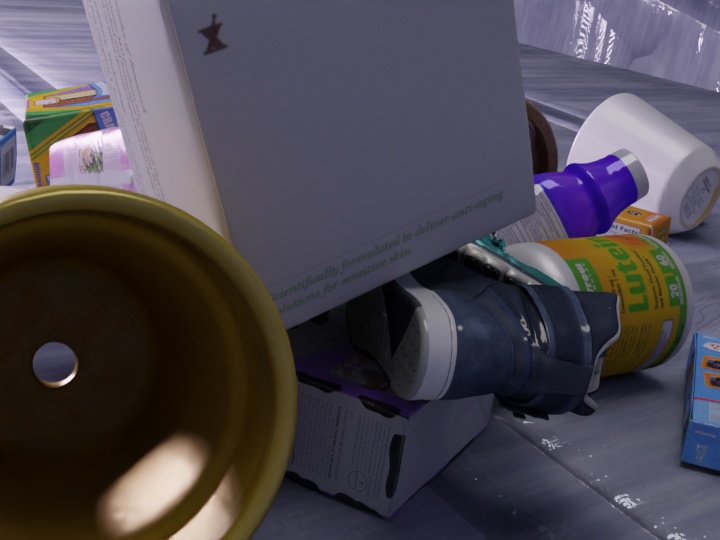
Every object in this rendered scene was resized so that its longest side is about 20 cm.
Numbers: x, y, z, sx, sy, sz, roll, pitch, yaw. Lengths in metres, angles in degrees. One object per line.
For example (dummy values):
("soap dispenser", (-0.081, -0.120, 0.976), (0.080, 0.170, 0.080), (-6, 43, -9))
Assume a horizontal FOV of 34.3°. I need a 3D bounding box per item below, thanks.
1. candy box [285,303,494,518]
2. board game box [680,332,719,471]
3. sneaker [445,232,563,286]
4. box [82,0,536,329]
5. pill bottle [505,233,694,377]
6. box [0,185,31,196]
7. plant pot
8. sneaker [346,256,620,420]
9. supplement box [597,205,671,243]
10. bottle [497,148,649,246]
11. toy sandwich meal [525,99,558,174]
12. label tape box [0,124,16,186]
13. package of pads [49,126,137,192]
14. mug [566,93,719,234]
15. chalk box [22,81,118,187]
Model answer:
("candy box", (-0.027, 0.069, 0.783), (0.198, 0.073, 0.167), (17, 20, 24))
("board game box", (0.321, 0.108, 0.880), (0.149, 0.037, 0.200), (13, 19, 13))
("sneaker", (0.065, -0.028, 0.804), (0.199, 0.078, 0.080), (35, 62, 7))
("box", (-0.030, -0.110, 0.668), (0.197, 0.202, 0.171), (-24, 30, -21))
("pill bottle", (0.157, 0.032, 0.912), (0.198, 0.113, 0.111), (-5, 22, -36))
("box", (-0.257, -0.011, 0.938), (0.115, 0.061, 0.200), (3, 19, -17))
("plant pot", (-0.150, 0.057, 0.601), (0.198, 0.204, 0.189), (2, 3, -19))
("sneaker", (0.073, 0.028, 0.717), (0.144, 0.078, 0.203), (4, 20, -16))
("supplement box", (0.231, -0.050, 1.269), (0.198, 0.070, 0.066), (20, 24, 27))
("bottle", (0.154, -0.039, 0.998), (0.198, 0.084, 0.065), (-30, 4, -12))
("toy sandwich meal", (0.101, -0.061, 1.043), (0.202, 0.207, 0.070), (1, 32, -22))
("label tape box", (-0.451, -0.110, 1.142), (0.197, 0.067, 0.144), (8, 18, -6))
("package of pads", (-0.148, -0.071, 0.877), (0.119, 0.077, 0.199), (-8, 6, -32))
("mug", (0.371, -0.124, 1.446), (0.185, 0.151, 0.153), (-15, 37, -38))
("chalk box", (-0.203, -0.111, 1.092), (0.197, 0.126, 0.124), (-12, 22, -10))
